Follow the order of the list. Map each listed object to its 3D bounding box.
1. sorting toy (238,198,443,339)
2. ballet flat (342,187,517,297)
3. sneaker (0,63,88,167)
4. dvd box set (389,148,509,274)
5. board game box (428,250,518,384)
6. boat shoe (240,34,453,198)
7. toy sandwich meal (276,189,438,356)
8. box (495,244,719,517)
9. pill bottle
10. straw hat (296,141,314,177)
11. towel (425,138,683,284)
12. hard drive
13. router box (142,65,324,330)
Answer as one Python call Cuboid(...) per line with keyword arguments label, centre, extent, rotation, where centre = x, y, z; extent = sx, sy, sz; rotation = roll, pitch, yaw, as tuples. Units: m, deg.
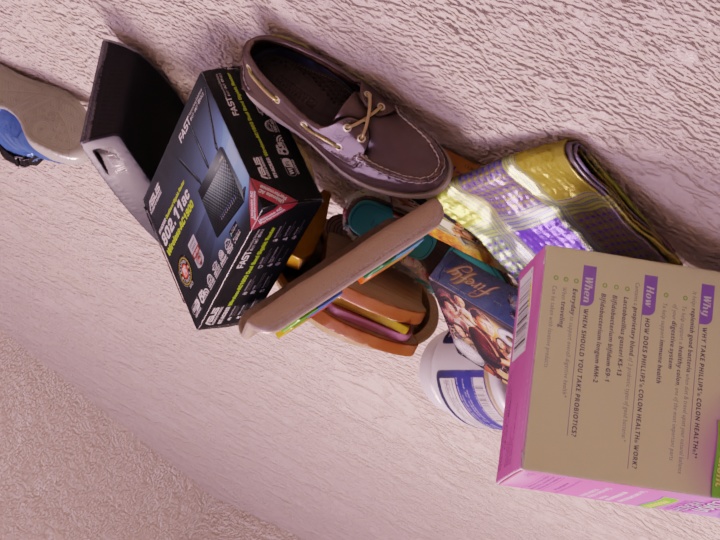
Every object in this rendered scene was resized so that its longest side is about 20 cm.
Cuboid(label="sorting toy", centre=(-0.017, 0.007, 1.513), extent=(0.036, 0.185, 0.200), rotation=(57, 172, -3))
Cuboid(label="ballet flat", centre=(0.071, -0.017, 1.673), extent=(0.200, 0.076, 0.064), rotation=(37, -165, -7))
Cuboid(label="sneaker", centre=(-0.355, -0.154, 1.988), extent=(0.200, 0.077, 0.111), rotation=(28, 159, 28))
Cuboid(label="dvd box set", centre=(0.115, -0.042, 1.544), extent=(0.200, 0.029, 0.146), rotation=(27, 163, 14))
Cuboid(label="board game box", centre=(0.157, 0.074, 1.552), extent=(0.200, 0.035, 0.136), rotation=(32, 160, 32))
Cuboid(label="boat shoe", centre=(-0.013, -0.127, 1.452), extent=(0.200, 0.072, 0.060), rotation=(34, 168, 12))
Cuboid(label="toy sandwich meal", centre=(0.000, 0.000, 1.709), extent=(0.205, 0.205, 0.070), rotation=(31, 122, 1))
Cuboid(label="box", centre=(0.219, 0.089, 1.376), extent=(0.200, 0.176, 0.097), rotation=(9, 165, -5))
Cuboid(label="pill bottle", centre=(0.141, 0.100, 1.777), extent=(0.120, 0.120, 0.200), rotation=(36, 165, -18))
Cuboid(label="straw hat", centre=(-0.090, -0.084, 1.673), extent=(0.085, 0.201, 0.201), rotation=(-10, -172, -32))
Cuboid(label="towel", centre=(0.153, -0.037, 1.428), extent=(0.144, 0.023, 0.200), rotation=(44, 152, -20))
Cuboid(label="hard drive", centre=(-0.203, -0.121, 1.727), extent=(0.042, 0.135, 0.200), rotation=(-4, 149, 20))
Cuboid(label="router box", centre=(-0.118, -0.063, 1.580), extent=(0.150, 0.062, 0.200), rotation=(65, 146, 26))
